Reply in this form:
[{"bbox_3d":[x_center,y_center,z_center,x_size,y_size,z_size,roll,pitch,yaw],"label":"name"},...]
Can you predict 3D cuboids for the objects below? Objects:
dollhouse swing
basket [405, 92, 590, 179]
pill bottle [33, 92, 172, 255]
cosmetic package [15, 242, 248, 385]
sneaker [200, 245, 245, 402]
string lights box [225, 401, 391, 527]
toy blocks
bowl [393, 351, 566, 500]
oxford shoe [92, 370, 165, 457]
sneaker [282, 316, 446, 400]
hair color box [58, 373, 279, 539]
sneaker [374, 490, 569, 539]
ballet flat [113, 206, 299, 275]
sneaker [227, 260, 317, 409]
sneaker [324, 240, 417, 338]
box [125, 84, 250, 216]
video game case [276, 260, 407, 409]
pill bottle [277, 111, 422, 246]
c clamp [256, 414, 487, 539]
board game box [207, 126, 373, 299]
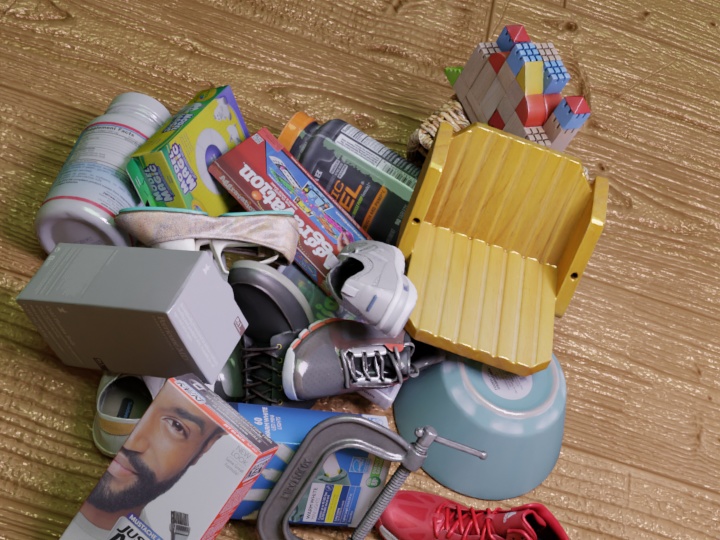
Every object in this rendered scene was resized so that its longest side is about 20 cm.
[{"bbox_3d":[0.146,-0.025,1.305,0.198,0.184,0.176,19,26,-3],"label":"dollhouse swing"},{"bbox_3d":[0.145,-0.099,1.495,0.199,0.143,0.149,39,49,6],"label":"basket"},{"bbox_3d":[-0.275,-0.101,1.379,0.107,0.109,0.202,20,50,-3],"label":"pill bottle"},{"bbox_3d":[-0.220,0.039,1.208,0.198,0.107,0.091,5,48,35],"label":"cosmetic package"},{"bbox_3d":[-0.153,0.056,1.335,0.078,0.074,0.202,10,56,-25],"label":"sneaker"},{"bbox_3d":[-0.076,0.191,1.224,0.197,0.104,0.059,6,31,-14],"label":"string lights box"},{"bbox_3d":[0.180,-0.196,1.396,0.099,0.137,0.202,-8,60,-29],"label":"toy blocks"},{"bbox_3d":[0.144,0.133,1.348,0.198,0.106,0.203,10,51,-12],"label":"bowl"},{"bbox_3d":[-0.231,0.095,1.280,0.074,0.058,0.202,11,49,-5],"label":"oxford shoe"},{"bbox_3d":[0.010,0.086,1.260,0.198,0.078,0.081,-16,19,-41],"label":"sneaker"},{"bbox_3d":[-0.177,0.207,1.128,0.110,0.201,0.064,37,9,12],"label":"hair color box"},{"bbox_3d":[0.118,0.248,1.243,0.197,0.116,0.079,18,50,-5],"label":"sneaker"},{"bbox_3d":[-0.157,-0.030,1.299,0.197,0.068,0.068,0,80,-16],"label":"ballet flat"},{"bbox_3d":[-0.092,0.090,1.249,0.074,0.201,0.107,0,44,28],"label":"sneaker"},{"bbox_3d":[0.000,0.000,1.271,0.081,0.075,0.200,30,4,-17],"label":"sneaker"},{"bbox_3d":[-0.184,-0.113,1.391,0.048,0.118,0.200,-7,29,29],"label":"box"},{"bbox_3d":[-0.010,0.037,1.389,0.181,0.023,0.201,33,42,-2],"label":"video game case"},{"bbox_3d":[-0.008,-0.109,1.477,0.199,0.107,0.107,32,51,7],"label":"pill bottle"},{"bbox_3d":[0.001,0.217,1.199,0.170,0.201,0.027,30,20,-24],"label":"c clamp"},{"bbox_3d":[-0.071,-0.067,1.399,0.200,0.019,0.103,46,43,2],"label":"board game box"}]
